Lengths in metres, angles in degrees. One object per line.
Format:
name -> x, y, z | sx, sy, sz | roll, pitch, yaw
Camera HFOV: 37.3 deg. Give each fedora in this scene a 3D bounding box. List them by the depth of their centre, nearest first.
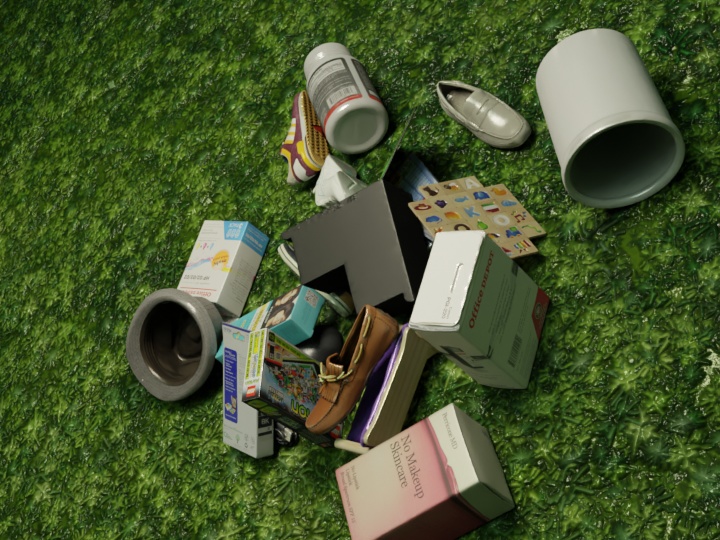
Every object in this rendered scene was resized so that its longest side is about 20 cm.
fedora -> -0.303, 0.117, 1.828 | 0.177, 0.090, 0.201 | 41, 119, 17

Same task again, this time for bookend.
bookend -> 0.000, 0.000, 1.616 | 0.198, 0.092, 0.202 | -27, 65, 26

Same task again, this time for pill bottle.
pill bottle -> -0.031, -0.310, 1.894 | 0.115, 0.116, 0.201 | -35, 47, 14

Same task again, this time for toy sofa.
toy sofa -> 0.033, 0.174, 1.550 | 0.082, 0.097, 0.202 | 7, 69, 39

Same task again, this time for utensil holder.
utensil holder -> 0.346, -0.219, 1.510 | 0.169, 0.170, 0.201 | -27, 48, 21

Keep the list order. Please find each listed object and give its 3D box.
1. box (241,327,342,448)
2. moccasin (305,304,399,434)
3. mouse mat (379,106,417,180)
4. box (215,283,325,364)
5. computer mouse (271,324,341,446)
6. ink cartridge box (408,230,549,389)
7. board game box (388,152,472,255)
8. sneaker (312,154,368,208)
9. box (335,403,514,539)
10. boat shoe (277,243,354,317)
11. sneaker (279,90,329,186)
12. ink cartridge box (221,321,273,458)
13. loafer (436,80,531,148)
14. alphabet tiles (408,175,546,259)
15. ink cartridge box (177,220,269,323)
box -> -0.095, 0.177, 1.575 | 0.034, 0.200, 0.111 | -16, 55, 31
moccasin -> -0.024, 0.143, 1.523 | 0.202, 0.077, 0.074 | -57, 23, 11
mouse mat -> 0.042, -0.167, 1.725 | 0.007, 0.200, 0.162 | 25, 75, -1
box -> -0.148, 0.096, 1.726 | 0.199, 0.049, 0.083 | -29, 30, 40
computer mouse -> -0.107, 0.166, 1.694 | 0.138, 0.053, 0.201 | 31, 84, 45
ink cartridge box -> 0.165, 0.056, 1.451 | 0.084, 0.200, 0.147 | 1, 63, 38
board game box -> 0.093, -0.059, 1.678 | 0.201, 0.062, 0.200 | -52, 44, -2
sneaker -> -0.035, -0.130, 1.800 | 0.081, 0.070, 0.200 | -58, 18, 11
box -> 0.084, 0.291, 1.428 | 0.199, 0.109, 0.129 | -33, 47, 17
boat shoe -> -0.065, 0.005, 1.754 | 0.062, 0.075, 0.200 | -47, 47, -8
sneaker -> -0.112, -0.244, 1.944 | 0.090, 0.075, 0.201 | -35, 40, 28
ink cartridge box -> -0.176, 0.183, 1.670 | 0.099, 0.039, 0.202 | 14, 107, 50
loafer -> 0.193, -0.254, 1.717 | 0.070, 0.070, 0.200 | -53, 45, -3
alphabet tiles -> 0.173, -0.077, 1.592 | 0.165, 0.006, 0.200 | -13, 43, -20
ink cartridge box -> -0.254, 0.015, 1.892 | 0.114, 0.068, 0.202 | 2, 65, 39
